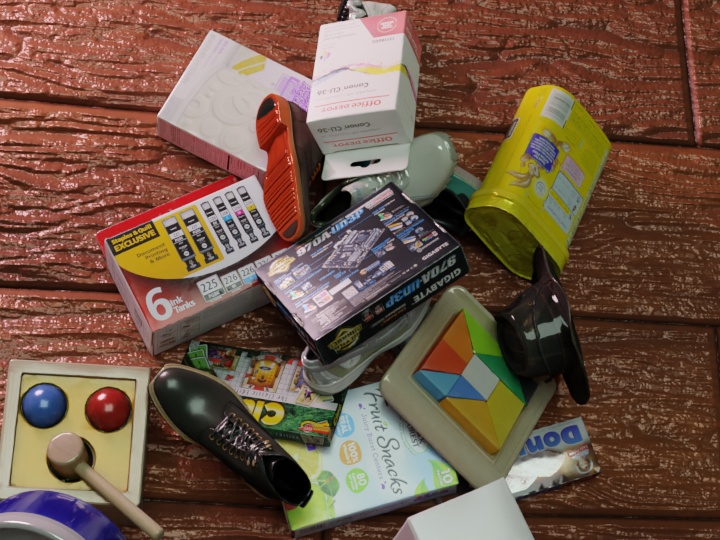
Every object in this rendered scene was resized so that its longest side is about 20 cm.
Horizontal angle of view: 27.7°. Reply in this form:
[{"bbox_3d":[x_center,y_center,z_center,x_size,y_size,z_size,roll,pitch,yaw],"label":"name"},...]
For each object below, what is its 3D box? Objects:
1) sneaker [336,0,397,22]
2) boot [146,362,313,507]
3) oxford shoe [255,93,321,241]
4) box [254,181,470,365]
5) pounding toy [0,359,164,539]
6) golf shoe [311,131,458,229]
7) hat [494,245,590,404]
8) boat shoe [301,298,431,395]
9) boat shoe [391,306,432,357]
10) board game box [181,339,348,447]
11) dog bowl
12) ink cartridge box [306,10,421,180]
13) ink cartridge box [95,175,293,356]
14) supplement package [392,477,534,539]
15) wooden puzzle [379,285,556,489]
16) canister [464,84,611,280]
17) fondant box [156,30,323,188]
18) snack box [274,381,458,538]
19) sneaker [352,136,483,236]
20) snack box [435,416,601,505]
[{"bbox_3d":[0.023,-0.265,1.887,0.080,0.075,0.201,-1,68,-18],"label":"sneaker"},{"bbox_3d":[-0.132,0.173,1.560,0.200,0.138,0.078,38,80,-12],"label":"boot"},{"bbox_3d":[-0.073,-0.121,1.741,0.072,0.071,0.201,14,55,-34],"label":"oxford shoe"},{"bbox_3d":[0.000,0.000,1.653,0.199,0.046,0.159,-33,42,-11],"label":"box"},{"bbox_3d":[-0.301,0.206,1.603,0.183,0.142,0.201,4,67,-6],"label":"pounding toy"},{"bbox_3d":[0.026,-0.096,1.749,0.199,0.097,0.079,-35,80,24],"label":"golf shoe"},{"bbox_3d":[0.203,0.073,1.714,0.080,0.201,0.202,-17,71,-1],"label":"hat"},{"bbox_3d":[0.009,0.055,1.672,0.202,0.065,0.074,-42,61,-19],"label":"boat shoe"},{"bbox_3d":[0.043,0.035,1.772,0.071,0.072,0.201,-30,85,-27],"label":"boat shoe"},{"bbox_3d":[-0.118,0.140,1.681,0.198,0.024,0.105,8,53,13],"label":"board game box"},{"bbox_3d":[-0.331,0.334,1.518,0.199,0.201,0.079,29,23,4],"label":"dog bowl"},{"bbox_3d":[0.004,-0.210,1.754,0.116,0.068,0.201,-7,54,18],"label":"ink cartridge box"},{"bbox_3d":[-0.197,-0.025,1.745,0.199,0.084,0.176,-25,72,-17],"label":"ink cartridge box"},{"bbox_3d":[0.110,0.322,1.585,0.119,0.200,0.122,-21,73,-16],"label":"supplement package"},{"bbox_3d":[0.133,0.133,1.702,0.185,0.037,0.200,45,47,-5],"label":"wooden puzzle"},{"bbox_3d":[0.225,-0.111,1.818,0.149,0.086,0.201,45,59,-31],"label":"canister"},{"bbox_3d":[-0.135,-0.193,1.838,0.199,0.058,0.145,27,67,2],"label":"fondant box"},{"bbox_3d":[-0.002,0.210,1.683,0.199,0.053,0.143,-14,71,-6],"label":"snack box"},{"bbox_3d":[0.064,-0.110,1.813,0.199,0.072,0.080,26,39,2],"label":"sneaker"},{"bbox_3d":[0.180,0.234,1.726,0.199,0.024,0.072,-14,68,-13],"label":"snack box"}]
